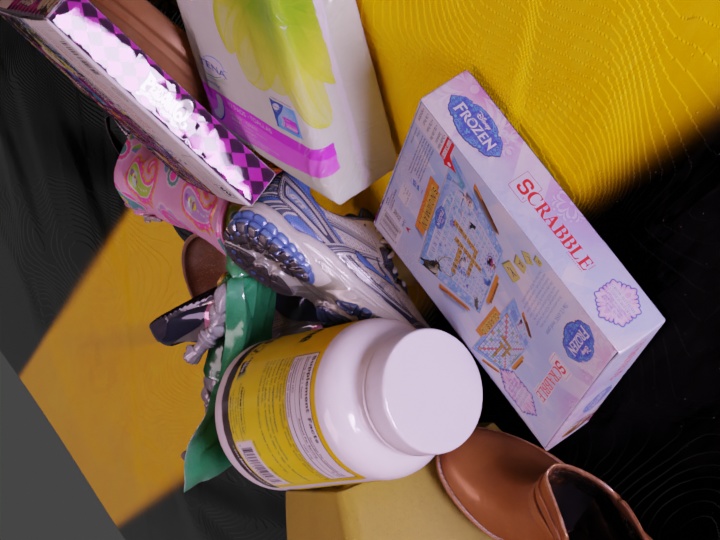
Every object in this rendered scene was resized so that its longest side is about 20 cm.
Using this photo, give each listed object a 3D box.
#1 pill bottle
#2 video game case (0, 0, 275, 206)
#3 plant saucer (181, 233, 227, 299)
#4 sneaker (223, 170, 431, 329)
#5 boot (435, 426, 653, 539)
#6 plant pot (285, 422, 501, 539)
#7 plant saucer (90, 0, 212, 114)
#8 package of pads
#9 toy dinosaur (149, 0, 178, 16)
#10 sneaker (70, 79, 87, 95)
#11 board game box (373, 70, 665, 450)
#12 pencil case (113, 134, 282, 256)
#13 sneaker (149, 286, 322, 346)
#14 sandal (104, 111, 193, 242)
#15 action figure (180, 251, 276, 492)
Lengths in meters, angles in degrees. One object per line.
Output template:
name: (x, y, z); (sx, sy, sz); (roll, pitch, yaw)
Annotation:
pill bottle: (-0.007, 0.094, 1.561); (0.200, 0.112, 0.113); (-13, 109, 54)
video game case: (-0.166, -0.131, 1.613); (0.200, 0.036, 0.181); (43, 172, -21)
plant saucer: (-0.070, 0.041, 1.857); (0.200, 0.037, 0.201); (38, 153, 24)
sneaker: (0.000, 0.000, 1.614); (0.200, 0.085, 0.077); (40, 151, -19)
boot: (0.124, 0.159, 1.488); (0.200, 0.077, 0.155); (44, 174, 20)
plant pot: (0.052, 0.219, 1.662); (0.177, 0.199, 0.200); (69, 160, -3)
plant saucer: (-0.159, -0.161, 1.687); (0.200, 0.037, 0.200); (39, 172, 6)
package of pads: (-0.060, -0.162, 1.509); (0.154, 0.068, 0.201); (36, 150, 44)
toy dinosaur: (-0.155, -0.247, 1.643); (0.088, 0.047, 0.200); (52, 157, 35)
sneaker: (-0.229, -0.208, 1.834); (0.200, 0.070, 0.076); (41, 154, 37)
board game box: (0.095, -0.001, 1.420); (0.200, 0.041, 0.200); (53, 161, 12)
pencil case: (-0.124, -0.062, 1.780); (0.200, 0.087, 0.088); (24, 142, 53)
sneaker: (-0.083, 0.045, 1.746); (0.200, 0.070, 0.082); (-18, 98, 40)
sandal: (-0.182, -0.099, 1.927); (0.076, 0.043, 0.201); (20, 139, 60)
action figure: (-0.096, 0.057, 1.672); (0.055, 0.118, 0.201); (22, 122, 19)
